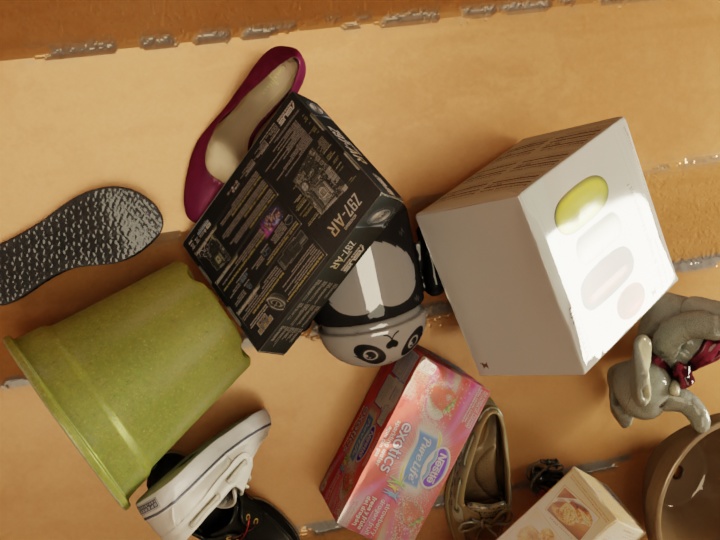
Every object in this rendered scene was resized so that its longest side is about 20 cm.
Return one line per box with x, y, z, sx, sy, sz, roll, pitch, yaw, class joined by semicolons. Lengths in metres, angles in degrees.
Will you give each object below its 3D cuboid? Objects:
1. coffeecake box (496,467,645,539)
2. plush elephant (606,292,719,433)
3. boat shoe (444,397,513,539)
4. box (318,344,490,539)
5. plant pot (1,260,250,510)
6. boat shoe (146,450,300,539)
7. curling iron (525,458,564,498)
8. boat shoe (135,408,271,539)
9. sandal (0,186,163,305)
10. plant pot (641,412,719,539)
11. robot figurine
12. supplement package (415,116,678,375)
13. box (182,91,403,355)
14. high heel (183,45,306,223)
0.207;0.324;1.069;0.200;0.073;0.153;-45;148;7;coffeecake box
0.354;0.110;1.094;0.196;0.165;0.158;17;80;13;plush elephant
0.138;0.247;1.107;0.072;0.063;0.205;-7;101;-13;boat shoe
0.046;0.189;1.055;0.094;0.103;0.203;27;90;-16;box
-0.215;0.095;0.943;0.183;0.200;0.202;-36;105;-17;plant pot
-0.145;0.271;1.042;0.200;0.063;0.074;39;86;-18;boat shoe
0.276;0.297;1.167;0.200;0.026;0.050;43;90;-16;curling iron
-0.144;0.208;0.974;0.071;0.200;0.066;-31;92;28;boat shoe
-0.295;-0.030;0.974;0.197;0.043;0.077;-21;96;0;sandal
0.409;0.259;1.154;0.197;0.093;0.205;-5;105;-20;plant pot
0.002;0.000;1.002;0.148;0.124;0.204;-6;103;27;robot figurine
0.199;-0.024;1.000;0.199;0.146;0.194;-35;107;-36;supplement package
-0.072;-0.046;0.941;0.201;0.161;0.043;-52;149;17;box
-0.121;-0.136;0.966;0.067;0.096;0.203;25;92;-16;high heel
